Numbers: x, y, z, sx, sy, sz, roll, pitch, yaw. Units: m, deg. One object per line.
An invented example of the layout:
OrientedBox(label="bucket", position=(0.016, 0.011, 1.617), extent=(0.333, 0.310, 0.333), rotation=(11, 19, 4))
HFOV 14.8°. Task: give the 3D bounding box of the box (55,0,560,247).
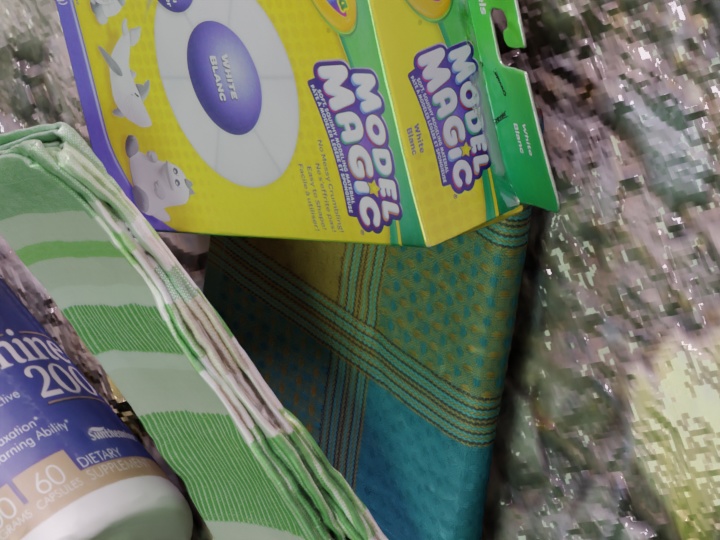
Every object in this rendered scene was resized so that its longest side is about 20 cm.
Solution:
OrientedBox(label="box", position=(-0.021, -0.069, 0.889), extent=(0.200, 0.048, 0.118), rotation=(2, 110, 49))

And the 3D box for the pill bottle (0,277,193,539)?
OrientedBox(label="pill bottle", position=(-0.167, 0.062, 1.119), extent=(0.200, 0.111, 0.111), rotation=(47, 140, 23))

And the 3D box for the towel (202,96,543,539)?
OrientedBox(label="towel", position=(0.000, 0.000, 0.953), extent=(0.147, 0.022, 0.200), rotation=(36, 133, 34))

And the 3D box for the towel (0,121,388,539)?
OrientedBox(label="towel", position=(-0.073, 0.035, 0.993), extent=(0.200, 0.023, 0.153), rotation=(53, 162, -12))
